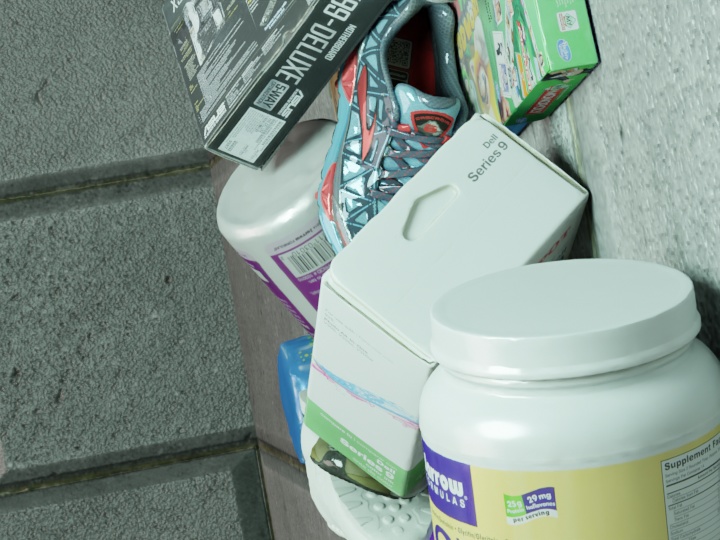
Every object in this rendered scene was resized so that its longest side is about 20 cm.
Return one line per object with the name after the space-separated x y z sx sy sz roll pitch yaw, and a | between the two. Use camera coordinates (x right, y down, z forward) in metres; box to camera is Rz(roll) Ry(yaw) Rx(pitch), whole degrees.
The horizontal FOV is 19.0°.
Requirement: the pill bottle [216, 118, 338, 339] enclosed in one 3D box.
0.000 0.000 1.482 0.200 0.112 0.112 50 -172 -31 | pill bottle

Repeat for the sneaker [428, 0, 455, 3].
0.016 -0.216 1.270 0.201 0.080 0.071 -103 4 -50 | sneaker

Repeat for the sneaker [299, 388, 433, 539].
0.006 0.150 1.441 0.200 0.076 0.081 -117 31 -64 | sneaker

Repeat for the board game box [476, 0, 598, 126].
0.084 -0.192 1.193 0.135 0.029 0.201 132 127 -78 | board game box

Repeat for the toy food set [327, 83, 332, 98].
-0.039 -0.260 1.804 0.200 0.060 0.144 -109 13 -45 | toy food set

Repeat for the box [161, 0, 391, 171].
-0.048 -0.191 1.417 0.200 0.050 0.158 -51 38 27 | box

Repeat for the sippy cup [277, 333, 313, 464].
0.006 0.093 1.683 0.178 0.130 0.140 113 147 -75 | sippy cup

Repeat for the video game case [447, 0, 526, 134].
0.070 -0.179 1.333 0.143 0.018 0.201 129 131 -79 | video game case

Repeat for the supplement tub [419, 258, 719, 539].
0.104 0.107 1.011 0.145 0.145 0.201 -129 30 -73 | supplement tub

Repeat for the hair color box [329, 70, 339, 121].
0.021 -0.139 1.545 0.200 0.065 0.110 -129 30 -76 | hair color box

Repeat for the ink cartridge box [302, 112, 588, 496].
0.045 0.024 1.250 0.087 0.145 0.200 36 156 15 | ink cartridge box

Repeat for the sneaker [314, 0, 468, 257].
0.023 -0.085 1.363 0.095 0.079 0.201 162 109 -66 | sneaker

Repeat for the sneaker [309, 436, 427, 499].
0.038 0.081 1.388 0.077 0.200 0.089 23 116 28 | sneaker

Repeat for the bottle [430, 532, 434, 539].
0.075 0.154 1.451 0.065 0.083 0.200 59 179 -28 | bottle
